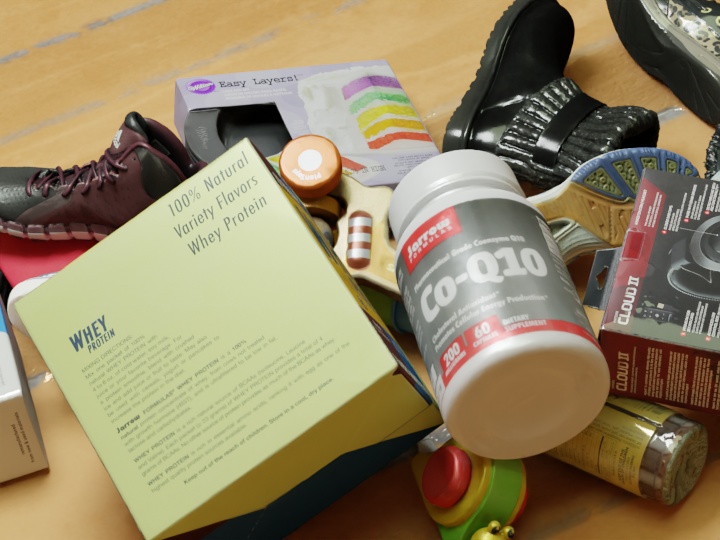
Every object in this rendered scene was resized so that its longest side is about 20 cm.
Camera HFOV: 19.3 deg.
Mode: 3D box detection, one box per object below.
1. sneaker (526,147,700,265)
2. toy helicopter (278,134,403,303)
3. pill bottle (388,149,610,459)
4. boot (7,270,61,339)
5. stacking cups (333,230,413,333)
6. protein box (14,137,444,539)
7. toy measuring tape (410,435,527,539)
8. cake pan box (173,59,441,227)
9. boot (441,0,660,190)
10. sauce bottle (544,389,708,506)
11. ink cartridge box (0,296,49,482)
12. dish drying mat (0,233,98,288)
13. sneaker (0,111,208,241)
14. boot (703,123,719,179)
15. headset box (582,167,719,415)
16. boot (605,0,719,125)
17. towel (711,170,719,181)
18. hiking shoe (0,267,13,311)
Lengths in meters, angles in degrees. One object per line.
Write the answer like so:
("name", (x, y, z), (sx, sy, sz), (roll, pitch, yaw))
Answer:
("sneaker", (0.161, -0.041, 1.615), (0.199, 0.076, 0.088), (-18, 1, -9))
("toy helicopter", (0.000, 0.000, 1.548), (0.200, 0.079, 0.132), (28, 69, 15))
("pill bottle", (0.087, 0.018, 1.431), (0.113, 0.114, 0.200), (-15, 47, -4))
("boot", (-0.159, 0.014, 1.582), (0.199, 0.073, 0.091), (7, 45, -6))
("stacking cups", (0.054, 0.032, 1.588), (0.200, 0.061, 0.061), (24, 51, 28))
("protein box", (-0.086, 0.063, 1.427), (0.198, 0.135, 0.200), (-35, 65, 2))
("toy measuring tape", (0.070, 0.122, 1.458), (0.073, 0.074, 0.200), (-15, 41, -5))
("cake pan box", (-0.046, -0.099, 1.730), (0.199, 0.052, 0.184), (-6, 36, -15))
("boot", (0.175, -0.139, 1.730), (0.157, 0.080, 0.212), (6, 54, 30))
("sauce bottle", (0.144, 0.099, 1.475), (0.200, 0.065, 0.065), (24, 51, 34))
("ink cartridge box", (-0.347, 0.103, 1.566), (0.199, 0.085, 0.146), (-17, 41, -6))
("dish drying mat", (-0.234, 0.002, 1.651), (0.077, 0.018, 0.200), (-26, 51, -17))
("sneaker", (-0.207, -0.080, 1.635), (0.199, 0.116, 0.076), (9, 40, -4))
("boot", (0.355, -0.094, 1.647), (0.162, 0.074, 0.199), (4, 47, 15))
("headset box", (0.253, 0.020, 1.437), (0.199, 0.077, 0.149), (10, 52, 13))
("boot", (0.312, -0.214, 1.795), (0.153, 0.074, 0.204), (-22, 48, -16))
("towel", (0.328, -0.007, 1.525), (0.171, 0.048, 0.200), (-41, 65, -17))
("hiking shoe", (-0.376, 0.037, 1.671), (0.199, 0.075, 0.087), (-18, 32, -23))
